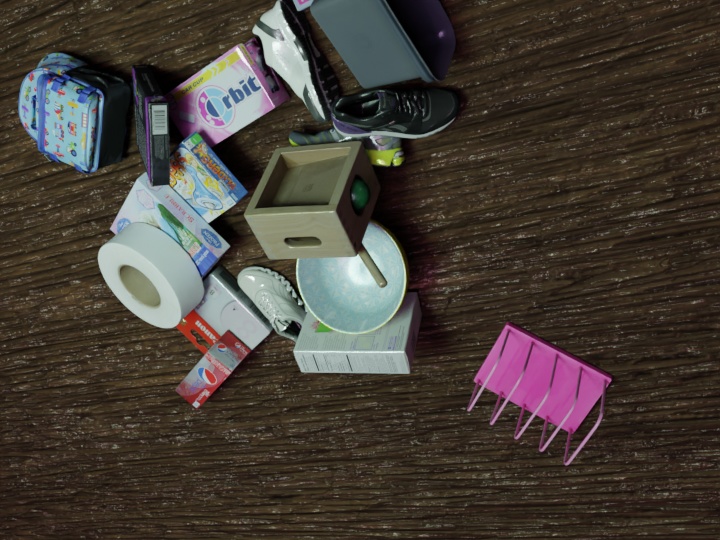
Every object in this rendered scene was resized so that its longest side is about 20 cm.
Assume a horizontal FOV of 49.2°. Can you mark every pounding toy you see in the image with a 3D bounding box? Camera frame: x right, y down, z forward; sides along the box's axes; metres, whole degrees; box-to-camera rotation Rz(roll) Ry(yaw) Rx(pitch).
[{"bbox_3d":[-0.049,-0.086,1.229,0.199,0.184,0.142,-1,139,24],"label":"pounding toy"}]

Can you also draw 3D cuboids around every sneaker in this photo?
[{"bbox_3d":[-0.101,-0.327,1.259,0.080,0.074,0.200,-20,98,33],"label":"sneaker"},{"bbox_3d":[-0.021,-0.219,1.286,0.199,0.074,0.081,7,105,13],"label":"sneaker"},{"bbox_3d":[0.054,-0.242,1.194,0.199,0.088,0.076,-8,86,3],"label":"sneaker"},{"bbox_3d":[-0.152,0.069,1.469,0.200,0.081,0.075,38,124,1],"label":"sneaker"}]

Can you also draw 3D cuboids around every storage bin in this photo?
[{"bbox_3d":[0.030,-0.368,1.142,0.134,0.146,0.200,-8,137,35],"label":"storage bin"}]

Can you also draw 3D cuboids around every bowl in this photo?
[{"bbox_3d":[0.000,0.000,1.348,0.200,0.108,0.201,4,101,20],"label":"bowl"}]

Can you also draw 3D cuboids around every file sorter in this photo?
[{"bbox_3d":[0.300,0.215,1.341,0.200,0.125,0.139,28,122,6],"label":"file sorter"}]

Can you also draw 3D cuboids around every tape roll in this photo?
[{"bbox_3d":[-0.394,0.011,1.477,0.202,0.071,0.203,23,139,21],"label":"tape roll"}]

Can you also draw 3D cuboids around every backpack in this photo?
[{"bbox_3d":[-0.525,-0.287,1.402,0.200,0.135,0.183,26,121,10],"label":"backpack"}]

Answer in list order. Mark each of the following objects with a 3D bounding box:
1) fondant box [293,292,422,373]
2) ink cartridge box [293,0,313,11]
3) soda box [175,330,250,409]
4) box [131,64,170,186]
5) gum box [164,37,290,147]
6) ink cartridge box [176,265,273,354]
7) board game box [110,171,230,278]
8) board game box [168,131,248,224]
[{"bbox_3d":[-0.002,0.108,1.381,0.199,0.144,0.058,-1,132,17],"label":"fondant box"},{"bbox_3d":[-0.033,-0.483,1.167,0.200,0.042,0.120,-18,108,26],"label":"ink cartridge box"},{"bbox_3d":[-0.297,0.201,1.574,0.063,0.070,0.200,42,137,-3],"label":"soda box"},{"bbox_3d":[-0.355,-0.249,1.330,0.036,0.200,0.143,-7,124,-22],"label":"box"},{"bbox_3d":[-0.225,-0.291,1.320,0.200,0.066,0.114,-24,106,30],"label":"gum box"},{"bbox_3d":[-0.283,0.108,1.559,0.163,0.057,0.200,45,118,-5],"label":"ink cartridge box"},{"bbox_3d":[-0.360,-0.062,1.471,0.200,0.041,0.200,44,141,-4],"label":"board game box"},{"bbox_3d":[-0.293,-0.150,1.387,0.135,0.034,0.200,50,147,-12],"label":"board game box"}]
